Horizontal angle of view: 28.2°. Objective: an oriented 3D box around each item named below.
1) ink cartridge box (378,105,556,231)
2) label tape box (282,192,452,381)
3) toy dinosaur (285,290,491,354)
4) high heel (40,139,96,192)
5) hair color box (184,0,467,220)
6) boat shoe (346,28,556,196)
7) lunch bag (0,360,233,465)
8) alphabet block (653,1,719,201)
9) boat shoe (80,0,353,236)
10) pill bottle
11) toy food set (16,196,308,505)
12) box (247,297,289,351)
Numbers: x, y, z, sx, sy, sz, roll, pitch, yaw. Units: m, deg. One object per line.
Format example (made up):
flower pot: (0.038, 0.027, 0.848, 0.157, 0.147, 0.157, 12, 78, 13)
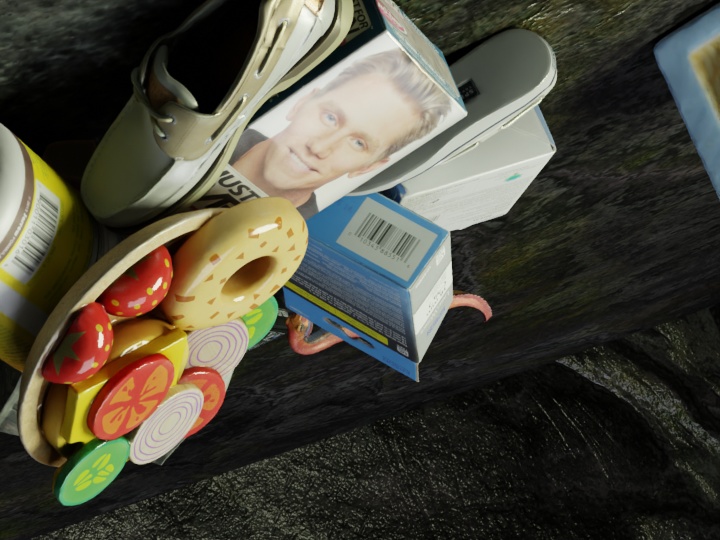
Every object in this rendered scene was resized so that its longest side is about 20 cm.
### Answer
ink cartridge box: (0.066, -0.079, 1.200, 0.136, 0.077, 0.200, -17, 166, -12)
label tape box: (0.000, 0.000, 1.178, 0.063, 0.144, 0.200, -55, 163, -18)
toy dinosaur: (0.013, 0.035, 1.480, 0.182, 0.200, 0.105, -50, 165, -26)
high heel: (-0.147, -0.042, 0.985, 0.199, 0.068, 0.096, -5, 150, -41)
hair color box: (-0.047, -0.085, 0.875, 0.200, 0.061, 0.100, -33, 141, 17)
boat shoe: (0.055, -0.112, 1.067, 0.200, 0.072, 0.066, -32, 162, 9)
lunch bag: (-0.205, 0.074, 1.204, 0.163, 0.118, 0.200, 15, 147, -22)
alphabet block: (0.402, -0.149, 1.197, 0.200, 0.197, 0.195, -9, 164, -48)
boat shoe: (-0.095, -0.100, 0.797, 0.200, 0.075, 0.068, -46, 157, 17)
pill bottle: (-0.201, -0.004, 0.854, 0.109, 0.110, 0.200, -23, 149, 10)
toy food set: (-0.120, 0.047, 0.858, 0.200, 0.049, 0.198, -31, 151, -40)
box: (-0.194, 0.080, 1.536, 0.199, 0.048, 0.193, -25, 170, 13)
